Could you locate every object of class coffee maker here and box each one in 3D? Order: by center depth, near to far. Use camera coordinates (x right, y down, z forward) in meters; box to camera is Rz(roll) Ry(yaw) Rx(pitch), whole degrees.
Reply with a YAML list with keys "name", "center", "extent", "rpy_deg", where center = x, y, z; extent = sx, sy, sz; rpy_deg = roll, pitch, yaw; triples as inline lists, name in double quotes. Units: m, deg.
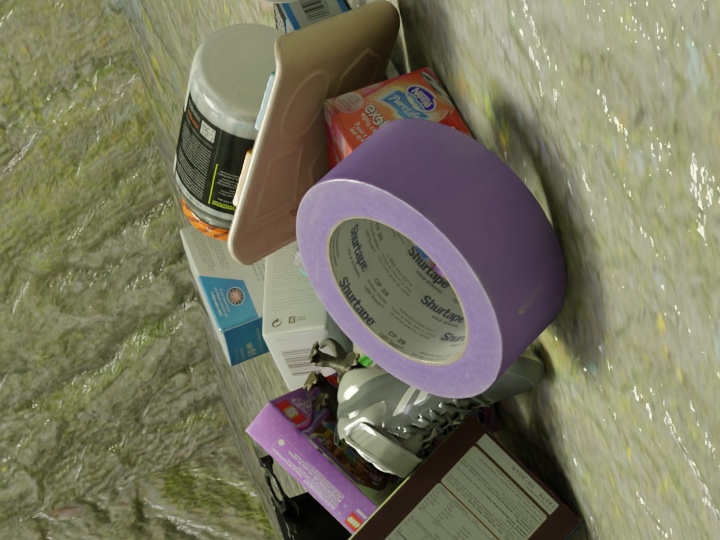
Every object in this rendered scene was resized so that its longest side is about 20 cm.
- name: "coffee maker"
  center: [0.019, 0.260, 1.907]
  extent: [0.135, 0.198, 0.193]
  rpy_deg: [-124, 16, -47]

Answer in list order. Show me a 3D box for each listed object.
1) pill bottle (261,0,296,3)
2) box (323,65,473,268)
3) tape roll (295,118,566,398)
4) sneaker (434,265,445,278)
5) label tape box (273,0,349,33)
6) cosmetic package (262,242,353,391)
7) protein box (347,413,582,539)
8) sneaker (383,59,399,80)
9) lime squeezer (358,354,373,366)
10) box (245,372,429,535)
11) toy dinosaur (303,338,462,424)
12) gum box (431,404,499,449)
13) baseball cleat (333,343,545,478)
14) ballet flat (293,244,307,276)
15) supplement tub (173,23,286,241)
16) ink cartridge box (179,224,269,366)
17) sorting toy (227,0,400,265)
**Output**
- name: "pill bottle"
  center: [-0.084, -0.351, 1.608]
  extent: [0.116, 0.115, 0.202]
  rpy_deg: [97, 152, -67]
- name: "box"
  center: [0.036, -0.062, 1.538]
  extent: [0.201, 0.102, 0.095]
  rpy_deg: [87, 160, -51]
- name: "tape roll"
  center: [0.052, -0.008, 1.357]
  extent: [0.199, 0.085, 0.201]
  rpy_deg: [32, 146, 25]
- name: "sneaker"
  center: [0.092, 0.033, 1.549]
  extent: [0.201, 0.080, 0.084]
  rpy_deg: [106, 161, -61]
- name: "label tape box"
  center: [-0.030, -0.172, 1.784]
  extent: [0.201, 0.063, 0.145]
  rpy_deg: [86, 163, -52]
- name: "cosmetic package"
  center: [-0.050, 0.011, 1.815]
  extent: [0.102, 0.073, 0.202]
  rpy_deg: [68, -162, -50]
- name: "protein box"
  center: [0.065, 0.263, 1.577]
  extent: [0.135, 0.200, 0.199]
  rpy_deg: [43, 164, 10]
- name: "sneaker"
  center: [-0.010, -0.129, 1.638]
  extent: [0.077, 0.091, 0.201]
  rpy_deg: [27, 149, 28]
- name: "lime squeezer"
  center: [0.021, 0.107, 1.745]
  extent: [0.071, 0.038, 0.200]
  rpy_deg: [43, 179, -21]
- name: "box"
  center: [-0.012, 0.164, 1.658]
  extent: [0.137, 0.039, 0.200]
  rpy_deg: [43, -164, 11]
- name: "toy dinosaur"
  center: [0.002, 0.115, 1.643]
  extent: [0.102, 0.077, 0.199]
  rpy_deg: [36, 169, -25]
- name: "gum box"
  center: [0.061, 0.081, 1.740]
  extent: [0.200, 0.065, 0.115]
  rpy_deg: [-136, 30, -68]
- name: "baseball cleat"
  center: [0.065, 0.120, 1.500]
  extent: [0.070, 0.198, 0.108]
  rpy_deg: [32, -123, -43]
- name: "ballet flat"
  center: [0.000, 0.000, 1.668]
  extent: [0.200, 0.072, 0.073]
  rpy_deg: [35, 145, 50]
- name: "supplement tub"
  center: [-0.111, -0.125, 1.705]
  extent: [0.201, 0.121, 0.123]
  rpy_deg: [109, 142, -51]
- name: "ink cartridge box"
  center: [-0.077, -0.005, 1.954]
  extent: [0.085, 0.198, 0.145]
  rpy_deg: [80, 167, -57]
- name: "sorting toy"
  center: [-0.043, -0.121, 1.521]
  extent: [0.036, 0.185, 0.202]
  rpy_deg: [26, 120, 22]
